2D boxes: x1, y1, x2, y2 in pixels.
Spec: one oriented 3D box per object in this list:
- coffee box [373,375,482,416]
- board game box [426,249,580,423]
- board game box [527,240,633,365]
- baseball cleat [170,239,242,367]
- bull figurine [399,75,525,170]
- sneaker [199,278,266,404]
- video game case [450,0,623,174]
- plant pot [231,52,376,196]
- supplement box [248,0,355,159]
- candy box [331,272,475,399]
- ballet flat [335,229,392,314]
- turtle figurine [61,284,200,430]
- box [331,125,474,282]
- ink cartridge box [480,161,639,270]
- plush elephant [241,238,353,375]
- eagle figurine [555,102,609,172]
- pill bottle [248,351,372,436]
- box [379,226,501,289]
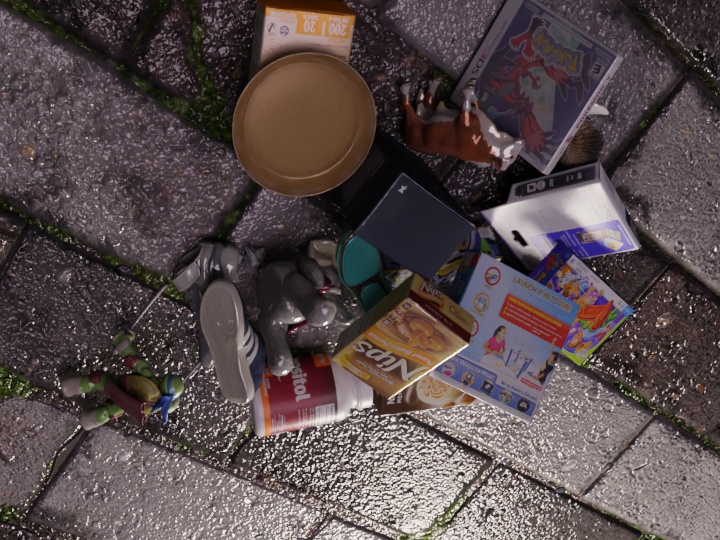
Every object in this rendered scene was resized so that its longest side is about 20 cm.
[{"bbox_3d":[0.118,0.171,1.528,0.195,0.080,0.117,-5,121,-15],"label":"coffee box"},{"bbox_3d":[0.211,0.101,1.364,0.197,0.056,0.199,26,86,-20],"label":"board game box"},{"bbox_3d":[0.349,0.058,1.486,0.199,0.045,0.135,34,105,-36],"label":"board game box"},{"bbox_3d":[-0.242,0.048,1.355,0.104,0.070,0.204,11,107,-15],"label":"baseball cleat"},{"bbox_3d":[0.136,-0.206,1.258,0.065,0.197,0.124,-30,121,-44],"label":"bull figurine"},{"bbox_3d":[-0.182,0.093,1.329,0.073,0.085,0.204,10,120,25],"label":"sneaker"},{"bbox_3d":[0.238,-0.266,1.245,0.023,0.200,0.184,4,124,-52],"label":"video game case"},{"bbox_3d":[-0.076,-0.195,1.191,0.195,0.028,0.204,-9,124,-13],"label":"plant pot"},{"bbox_3d":[-0.086,-0.260,1.210,0.123,0.074,0.204,0,120,-17],"label":"supplement box"},{"bbox_3d":[0.059,0.099,1.285,0.114,0.056,0.200,35,135,-14],"label":"candy box"},{"bbox_3d":[0.000,0.000,1.312,0.066,0.071,0.202,-28,135,-5],"label":"ballet flat"},{"bbox_3d":[-0.345,0.161,1.376,0.190,0.204,0.144,-14,149,15],"label":"turtle figurine"},{"bbox_3d":[0.049,-0.104,1.270,0.147,0.201,0.108,32,107,-30],"label":"box"},{"bbox_3d":[0.319,-0.080,1.421,0.196,0.044,0.198,-13,144,30],"label":"ink cartridge box"},{"bbox_3d":[-0.079,0.040,1.352,0.153,0.201,0.166,-1,136,-43],"label":"plush elephant"},{"bbox_3d":[0.291,-0.215,1.324,0.150,0.151,0.203,-23,139,-49],"label":"eagle figurine"},{"bbox_3d":[-0.084,0.197,1.458,0.195,0.114,0.115,-9,123,-13],"label":"pill bottle"},{"bbox_3d":[0.117,-0.018,1.413,0.195,0.066,0.071,-5,150,-14],"label":"box"}]
